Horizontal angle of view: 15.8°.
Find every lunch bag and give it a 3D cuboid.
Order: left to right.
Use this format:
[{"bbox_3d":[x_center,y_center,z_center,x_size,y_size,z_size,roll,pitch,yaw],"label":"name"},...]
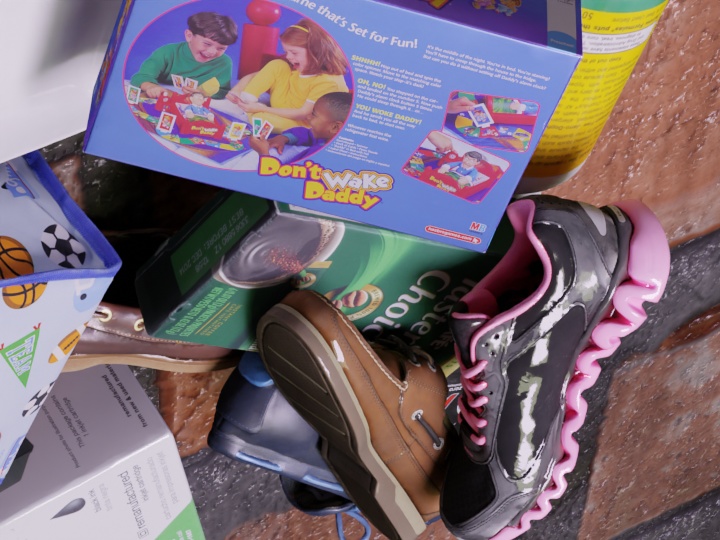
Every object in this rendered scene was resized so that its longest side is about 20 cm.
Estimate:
[{"bbox_3d":[-0.243,0.028,1.215,0.200,0.124,0.170,-13,142,-45],"label":"lunch bag"}]

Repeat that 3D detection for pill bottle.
[{"bbox_3d":[0.083,-0.112,1.354,0.113,0.113,0.200,-11,141,-35],"label":"pill bottle"}]

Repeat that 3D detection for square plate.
[{"bbox_3d":[-0.146,-0.127,1.156,0.200,0.028,0.198,-26,151,-50],"label":"square plate"}]

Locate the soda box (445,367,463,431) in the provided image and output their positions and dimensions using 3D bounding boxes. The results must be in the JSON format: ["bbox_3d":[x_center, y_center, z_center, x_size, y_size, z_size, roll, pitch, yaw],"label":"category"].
[{"bbox_3d":[0.030,0.058,1.559,0.200,0.063,0.071,-4,136,-40],"label":"soda box"}]

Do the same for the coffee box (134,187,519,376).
[{"bbox_3d":[0.000,0.000,1.335,0.200,0.044,0.123,11,142,-39],"label":"coffee box"}]

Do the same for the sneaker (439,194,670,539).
[{"bbox_3d":[0.075,0.046,1.317,0.095,0.079,0.200,13,109,-32],"label":"sneaker"}]

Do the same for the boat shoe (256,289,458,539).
[{"bbox_3d":[0.005,0.062,1.345,0.068,0.072,0.200,-43,145,-13],"label":"boat shoe"}]

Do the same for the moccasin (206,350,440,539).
[{"bbox_3d":[-0.022,0.102,1.445,0.068,0.080,0.200,-54,134,0],"label":"moccasin"}]

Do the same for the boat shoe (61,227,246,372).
[{"bbox_3d":[-0.111,0.011,1.362,0.200,0.070,0.070,-6,140,-39],"label":"boat shoe"}]

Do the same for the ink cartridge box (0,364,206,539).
[{"bbox_3d":[-0.196,0.147,1.437,0.200,0.084,0.146,-29,146,-12],"label":"ink cartridge box"}]

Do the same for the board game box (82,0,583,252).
[{"bbox_3d":[-0.014,-0.090,1.194,0.199,0.045,0.135,14,135,-11],"label":"board game box"}]
